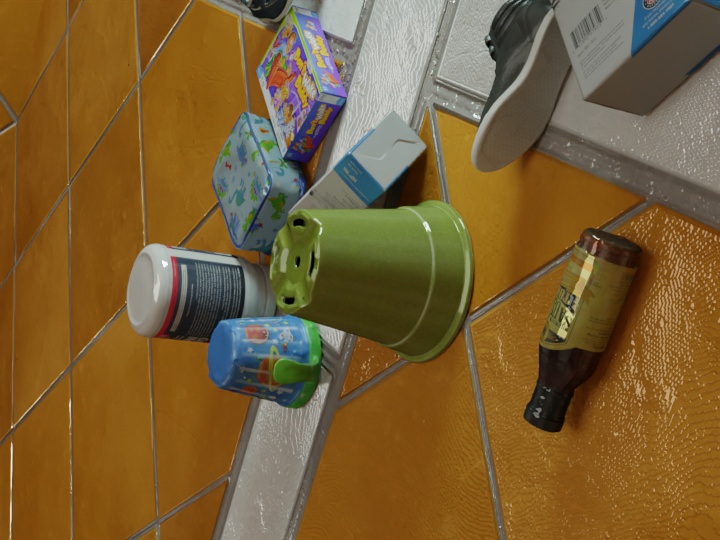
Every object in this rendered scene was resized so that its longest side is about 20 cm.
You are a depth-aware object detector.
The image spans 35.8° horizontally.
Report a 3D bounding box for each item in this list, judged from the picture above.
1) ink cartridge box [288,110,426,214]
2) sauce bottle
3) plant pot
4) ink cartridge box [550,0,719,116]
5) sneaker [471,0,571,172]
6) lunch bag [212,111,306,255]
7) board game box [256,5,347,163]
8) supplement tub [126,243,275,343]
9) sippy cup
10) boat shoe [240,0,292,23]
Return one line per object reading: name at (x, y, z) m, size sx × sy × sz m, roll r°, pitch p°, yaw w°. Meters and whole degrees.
ink cartridge box at (-0.016, -0.106, 1.436) m, size 0.200 × 0.068 × 0.116 m, roll -40°, pitch 6°, yaw 48°
sauce bottle at (0.210, 0.061, 1.079) m, size 0.066 × 0.066 × 0.201 m, roll 38°, pitch 114°, yaw 55°
plant pot at (0.000, 0.000, 1.321) m, size 0.200 × 0.189 × 0.202 m, roll -23°, pitch 62°, yaw 55°
ink cartridge box at (0.260, -0.274, 1.060) m, size 0.145 × 0.083 × 0.201 m, roll -45°, pitch 46°, yaw 45°
sneaker at (0.166, -0.209, 1.220) m, size 0.201 × 0.070 × 0.099 m, roll -64°, pitch 33°, yaw 17°
lunch bag at (-0.160, -0.133, 1.719) m, size 0.161 × 0.082 × 0.201 m, roll -58°, pitch 38°, yaw 32°
board game box at (-0.092, -0.282, 1.680) m, size 0.135 × 0.045 × 0.201 m, roll -54°, pitch 40°, yaw 37°
supplement tub at (-0.243, 0.040, 1.700) m, size 0.140 × 0.199 × 0.141 m, roll -21°, pitch 65°, yaw 55°
sippy cup at (-0.143, 0.124, 1.584) m, size 0.178 × 0.130 × 0.140 m, roll -42°, pitch 48°, yaw 47°
boat shoe at (-0.144, -0.436, 1.749) m, size 0.075 × 0.062 × 0.200 m, roll -61°, pitch 19°, yaw 0°
